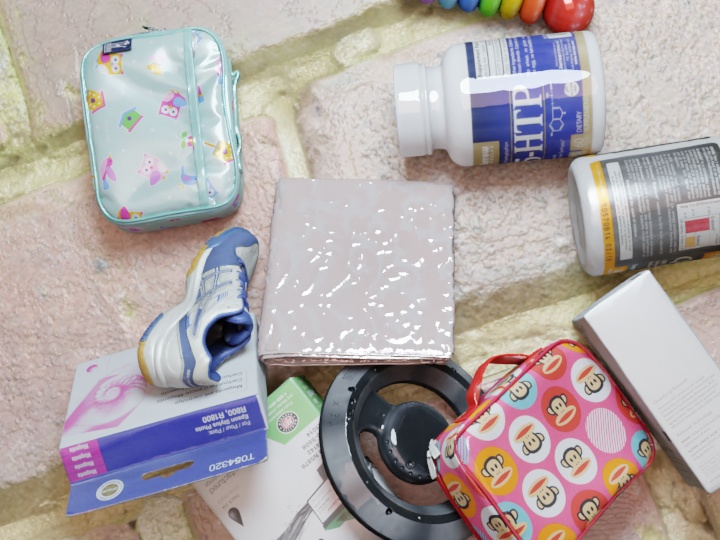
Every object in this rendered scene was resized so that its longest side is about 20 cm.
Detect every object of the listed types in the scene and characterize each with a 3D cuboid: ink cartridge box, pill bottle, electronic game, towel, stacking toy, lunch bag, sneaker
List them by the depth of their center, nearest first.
[{"bbox_3d":[0.164,0.161,1.137,0.199,0.082,0.177,-34,84,-31],"label":"lunch bag"},{"bbox_3d":[-0.185,0.130,1.153,0.194,0.201,0.044,-16,119,2],"label":"ink cartridge box"},{"bbox_3d":[0.052,0.165,1.160,0.197,0.042,0.203,11,61,-21],"label":"electronic game"},{"bbox_3d":[0.305,-0.065,1.164,0.197,0.116,0.118,-8,85,4],"label":"pill bottle"},{"bbox_3d":[-0.131,0.039,1.170,0.087,0.076,0.201,5,47,25],"label":"sneaker"},{"bbox_3d":[-0.052,0.226,1.183,0.146,0.084,0.201,-40,83,0],"label":"ink cartridge box"},{"bbox_3d":[0.133,-0.164,1.184,0.197,0.120,0.122,-5,85,4],"label":"pill bottle"},{"bbox_3d":[0.000,0.000,1.191,0.188,0.032,0.203,2,61,4],"label":"towel"},{"bbox_3d":[0.141,-0.289,1.219,0.197,0.085,0.087,17,86,1],"label":"stacking toy"},{"bbox_3d":[-0.195,-0.147,1.228,0.158,0.077,0.203,-8,85,4],"label":"lunch bag"}]

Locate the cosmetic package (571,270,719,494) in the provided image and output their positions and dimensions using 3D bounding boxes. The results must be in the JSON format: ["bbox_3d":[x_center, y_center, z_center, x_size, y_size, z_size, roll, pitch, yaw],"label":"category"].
[{"bbox_3d":[0.293,0.104,1.155,0.081,0.113,0.201,-36,82,0],"label":"cosmetic package"}]
